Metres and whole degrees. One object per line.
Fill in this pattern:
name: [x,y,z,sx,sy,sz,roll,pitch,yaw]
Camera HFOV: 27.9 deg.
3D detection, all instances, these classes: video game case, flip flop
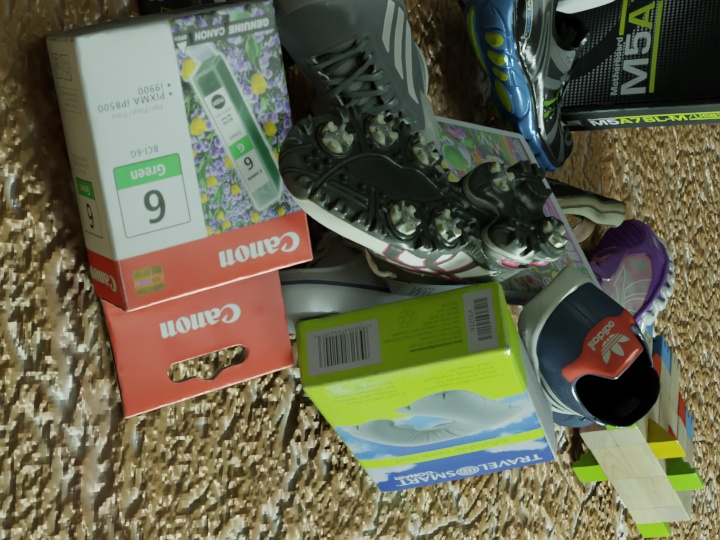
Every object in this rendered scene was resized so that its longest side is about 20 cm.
video game case: [0.067,-0.041,0.933,0.198,0.018,0.144,6,52,-45]
flip flop: [0.140,-0.042,1.104,0.199,0.081,0.058,6,107,-58]

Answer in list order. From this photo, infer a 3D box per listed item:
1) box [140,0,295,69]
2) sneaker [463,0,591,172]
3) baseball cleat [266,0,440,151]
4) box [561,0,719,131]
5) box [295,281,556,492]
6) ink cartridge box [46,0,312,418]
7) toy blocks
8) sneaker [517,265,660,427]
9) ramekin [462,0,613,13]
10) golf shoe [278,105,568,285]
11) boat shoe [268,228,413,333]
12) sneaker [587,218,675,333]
box: [-0.059,-0.219,0.815,0.198,0.049,0.202,-38,121,-51]
sneaker: [0.133,-0.142,1.043,0.082,0.071,0.200,-32,146,-4]
baseball cleat: [0.008,-0.101,0.796,0.200,0.069,0.108,25,47,-68]
box: [0.235,-0.212,1.133,0.047,0.191,0.203,29,68,-55]
box: [0.046,0.079,0.868,0.200,0.120,0.048,59,22,-59]
ink cartridge box: [-0.084,-0.029,0.736,0.108,0.050,0.203,-16,106,-27]
toy blocks: [0.243,0.120,1.250,0.201,0.099,0.138,54,37,-42]
sneaker: [0.156,0.075,0.942,0.075,0.084,0.200,-46,153,-5]
ramekin: [0.143,-0.284,1.070,0.199,0.104,0.203,0,90,-57]
golf shoe: [0.024,-0.024,0.770,0.199,0.088,0.078,15,54,-43]
boat shoe: [0.000,0.000,0.887,0.199,0.071,0.067,-3,83,-54]
sneaker: [0.193,0.020,1.180,0.089,0.080,0.201,52,47,-26]
